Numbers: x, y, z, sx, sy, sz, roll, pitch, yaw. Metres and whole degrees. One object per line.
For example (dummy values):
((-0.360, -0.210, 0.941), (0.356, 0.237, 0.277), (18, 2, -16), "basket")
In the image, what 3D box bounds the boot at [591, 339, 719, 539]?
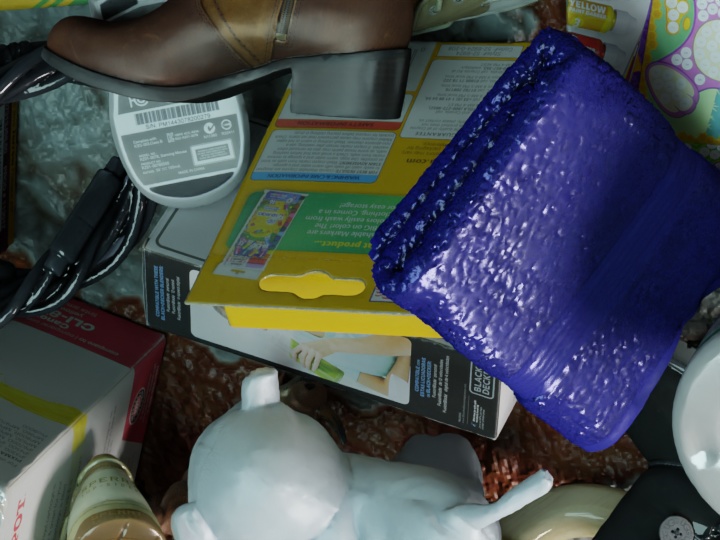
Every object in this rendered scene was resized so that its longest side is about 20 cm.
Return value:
((0.126, 0.133, 1.505), (0.165, 0.066, 0.200), (30, 83, 18), "boot")

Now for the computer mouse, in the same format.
((-0.105, -0.131, 1.510), (0.109, 0.044, 0.201), (-9, 104, 4), "computer mouse")

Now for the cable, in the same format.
((-0.176, -0.046, 1.571), (0.199, 0.051, 0.164), (-19, 123, -16), "cable")

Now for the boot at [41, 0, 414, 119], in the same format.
((-0.060, -0.180, 1.440), (0.188, 0.068, 0.201), (6, 97, 19), "boot")

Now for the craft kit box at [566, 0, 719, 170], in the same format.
((0.196, -0.137, 1.416), (0.197, 0.049, 0.201), (1, 114, 7), "craft kit box")

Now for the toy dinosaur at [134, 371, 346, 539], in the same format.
((-0.069, 0.159, 1.663), (0.135, 0.086, 0.201), (1, 119, 15), "toy dinosaur")

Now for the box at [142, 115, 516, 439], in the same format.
((0.000, 0.000, 1.535), (0.199, 0.117, 0.060), (17, 138, 14), "box")

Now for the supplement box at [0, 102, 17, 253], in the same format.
((-0.297, -0.070, 1.651), (0.199, 0.086, 0.111), (14, 117, 17), "supplement box")

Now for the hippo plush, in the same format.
((-0.021, 0.143, 1.519), (0.160, 0.200, 0.160), (20, 89, -10), "hippo plush")

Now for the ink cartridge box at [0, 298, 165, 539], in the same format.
((-0.195, 0.120, 1.626), (0.083, 0.200, 0.146), (23, 119, 12), "ink cartridge box")

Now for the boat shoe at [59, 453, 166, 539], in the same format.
((-0.137, 0.190, 1.625), (0.073, 0.063, 0.200), (0, 129, -15), "boat shoe")

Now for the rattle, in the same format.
((0.158, 0.185, 1.589), (0.199, 0.130, 0.143), (-19, 126, -2), "rattle")

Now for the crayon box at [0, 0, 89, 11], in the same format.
((-0.183, -0.203, 1.565), (0.199, 0.051, 0.127), (-3, 111, 24), "crayon box")

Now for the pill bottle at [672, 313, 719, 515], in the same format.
((0.226, 0.038, 1.410), (0.113, 0.200, 0.114), (9, 116, 20), "pill bottle")

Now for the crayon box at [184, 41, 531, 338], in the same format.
((0.006, -0.033, 1.471), (0.125, 0.200, 0.052), (3, 134, 22), "crayon box")

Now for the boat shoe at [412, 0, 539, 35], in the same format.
((0.035, -0.151, 1.484), (0.199, 0.068, 0.075), (-17, 103, 27), "boat shoe")

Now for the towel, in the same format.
((0.096, -0.013, 1.384), (0.050, 0.200, 0.148), (35, 88, 42), "towel")
